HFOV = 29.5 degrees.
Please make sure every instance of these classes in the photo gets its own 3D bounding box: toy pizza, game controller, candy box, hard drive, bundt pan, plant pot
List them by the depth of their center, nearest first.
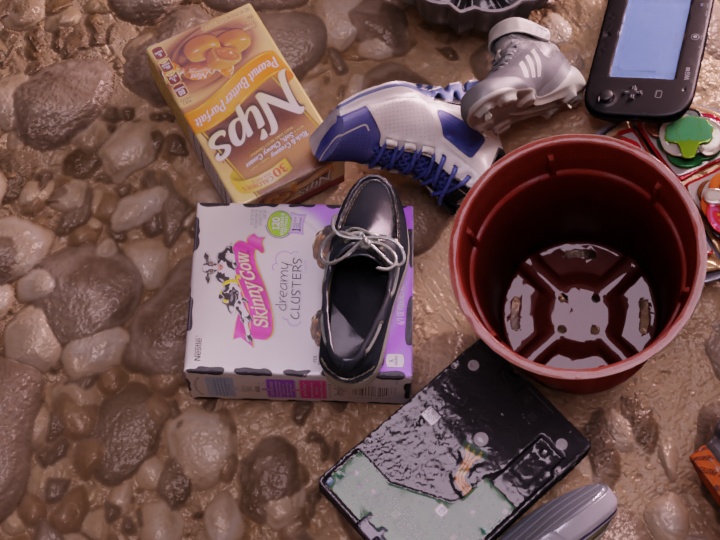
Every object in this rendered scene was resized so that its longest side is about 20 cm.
[{"bbox_3d":[0.184,0.014,1.154,0.200,0.195,0.201,-3,73,10],"label":"plant pot"},{"bbox_3d":[0.081,0.171,1.183,0.200,0.038,0.140,-40,71,-17],"label":"hard drive"},{"bbox_3d":[-0.052,0.029,1.229,0.200,0.072,0.168,1,66,0],"label":"candy box"},{"bbox_3d":[0.296,-0.079,1.281,0.200,0.032,0.200,-4,61,8],"label":"toy pizza"},{"bbox_3d":[-0.111,-0.150,1.319,0.115,0.055,0.200,-27,68,-12],"label":"candy box"},{"bbox_3d":[0.286,-0.225,1.339,0.104,0.042,0.200,0,57,29],"label":"game controller"},{"bbox_3d":[0.116,-0.323,1.385,0.202,0.076,0.202,0,66,1],"label":"bundt pan"}]

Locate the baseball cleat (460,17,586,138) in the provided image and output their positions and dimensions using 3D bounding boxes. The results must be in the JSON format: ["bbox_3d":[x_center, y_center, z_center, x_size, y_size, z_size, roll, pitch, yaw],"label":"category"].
[{"bbox_3d":[0.136,-0.184,1.283,0.070,0.200,0.107,-40,76,32],"label":"baseball cleat"}]

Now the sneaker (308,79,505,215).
[{"bbox_3d":[0.063,-0.110,1.267,0.199,0.081,0.115,-11,71,-32],"label":"sneaker"}]

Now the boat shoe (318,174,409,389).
[{"bbox_3d":[0.000,0.000,1.169,0.075,0.062,0.200,11,65,6],"label":"boat shoe"}]

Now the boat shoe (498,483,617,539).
[{"bbox_3d":[0.139,0.255,1.137,0.200,0.072,0.062,-36,98,-12],"label":"boat shoe"}]

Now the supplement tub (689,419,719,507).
[{"bbox_3d":[0.384,0.140,1.134,0.200,0.123,0.123,-34,69,3],"label":"supplement tub"}]
